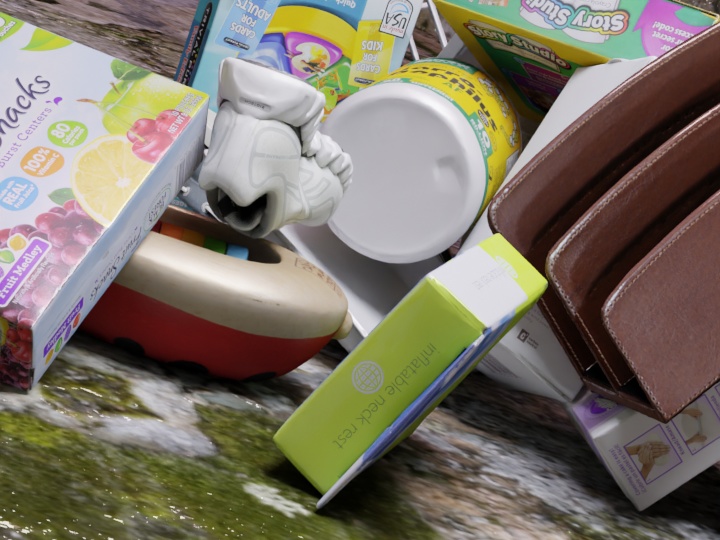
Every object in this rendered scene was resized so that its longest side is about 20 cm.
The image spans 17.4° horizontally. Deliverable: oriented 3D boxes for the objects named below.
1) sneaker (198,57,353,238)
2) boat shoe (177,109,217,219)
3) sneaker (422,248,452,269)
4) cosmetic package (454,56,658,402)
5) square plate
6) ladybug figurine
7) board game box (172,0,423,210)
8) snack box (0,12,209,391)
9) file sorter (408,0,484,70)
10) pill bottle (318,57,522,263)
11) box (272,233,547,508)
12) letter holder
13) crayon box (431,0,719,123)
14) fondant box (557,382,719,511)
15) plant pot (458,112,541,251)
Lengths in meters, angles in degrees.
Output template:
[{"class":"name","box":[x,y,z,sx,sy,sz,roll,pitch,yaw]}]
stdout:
[{"class":"sneaker","box":[-0.054,-0.054,1.342,0.075,0.082,0.200,17,-11,13]},{"class":"boat shoe","box":[-0.070,-0.025,1.554,0.200,0.062,0.073,51,15,29]},{"class":"sneaker","box":[-0.025,-0.034,1.641,0.199,0.079,0.079,32,18,6]},{"class":"cosmetic package","box":[0.131,-0.028,1.432,0.081,0.201,0.113,38,-10,-17]},{"class":"square plate","box":[0.000,0.000,1.496,0.198,0.028,0.200,48,19,15]},{"class":"ladybug figurine","box":[-0.102,0.010,1.312,0.199,0.072,0.136,19,11,-3]},{"class":"board game box","box":[-0.058,-0.127,1.699,0.150,0.201,0.047,14,12,-25]},{"class":"snack box","box":[-0.185,-0.042,1.225,0.141,0.053,0.200,21,45,12]},{"class":"file sorter","box":[0.087,-0.191,1.776,0.138,0.125,0.200,-9,-20,-26]},{"class":"pill bottle","box":[0.044,-0.078,1.535,0.112,0.114,0.200,22,17,10]},{"class":"box","box":[0.028,0.049,1.220,0.048,0.122,0.200,44,15,6]},{"class":"letter holder","box":[0.191,-0.037,1.325,0.143,0.200,0.100,57,-12,-18]},{"class":"crayon box","box":[0.167,-0.134,1.553,0.199,0.059,0.173,23,-12,32]},{"class":"fondant box","box":[0.216,0.044,1.397,0.058,0.199,0.144,55,1,-17]},{"class":"plant pot","box":[0.182,-0.031,1.717,0.176,0.201,0.199,-6,26,-44]}]
